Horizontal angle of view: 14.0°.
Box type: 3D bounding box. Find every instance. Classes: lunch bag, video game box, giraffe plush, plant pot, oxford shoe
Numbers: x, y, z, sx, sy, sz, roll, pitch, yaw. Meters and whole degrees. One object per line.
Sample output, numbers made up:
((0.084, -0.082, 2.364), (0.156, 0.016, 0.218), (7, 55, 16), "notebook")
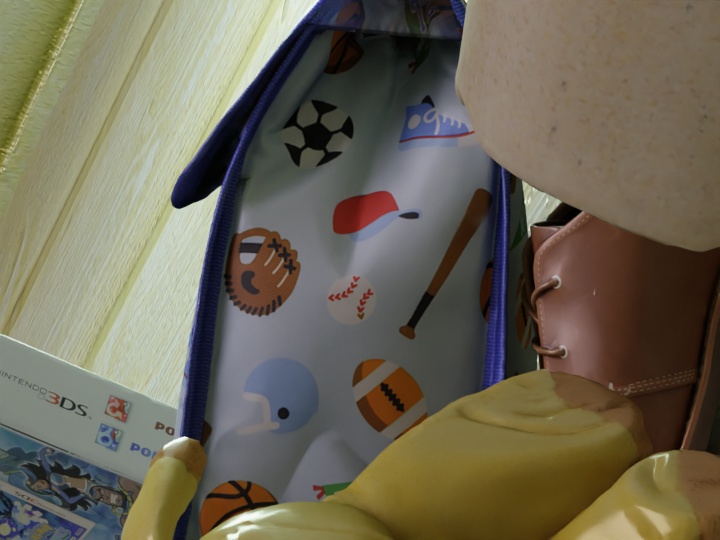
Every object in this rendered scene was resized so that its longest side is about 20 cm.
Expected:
((0.000, 0.000, 0.960), (0.170, 0.123, 0.201), (-39, -44, -87), "lunch bag")
((-0.105, 0.120, 1.248), (0.200, 0.182, 0.047), (128, 160, -53), "video game box")
((0.019, 0.141, 0.779), (0.173, 0.199, 0.163), (-101, 5, -63), "giraffe plush")
((0.108, -0.109, 0.738), (0.201, 0.199, 0.184), (-96, 18, -65), "plant pot")
((0.075, 0.021, 0.890), (0.071, 0.071, 0.201), (-174, 103, -76), "oxford shoe")
